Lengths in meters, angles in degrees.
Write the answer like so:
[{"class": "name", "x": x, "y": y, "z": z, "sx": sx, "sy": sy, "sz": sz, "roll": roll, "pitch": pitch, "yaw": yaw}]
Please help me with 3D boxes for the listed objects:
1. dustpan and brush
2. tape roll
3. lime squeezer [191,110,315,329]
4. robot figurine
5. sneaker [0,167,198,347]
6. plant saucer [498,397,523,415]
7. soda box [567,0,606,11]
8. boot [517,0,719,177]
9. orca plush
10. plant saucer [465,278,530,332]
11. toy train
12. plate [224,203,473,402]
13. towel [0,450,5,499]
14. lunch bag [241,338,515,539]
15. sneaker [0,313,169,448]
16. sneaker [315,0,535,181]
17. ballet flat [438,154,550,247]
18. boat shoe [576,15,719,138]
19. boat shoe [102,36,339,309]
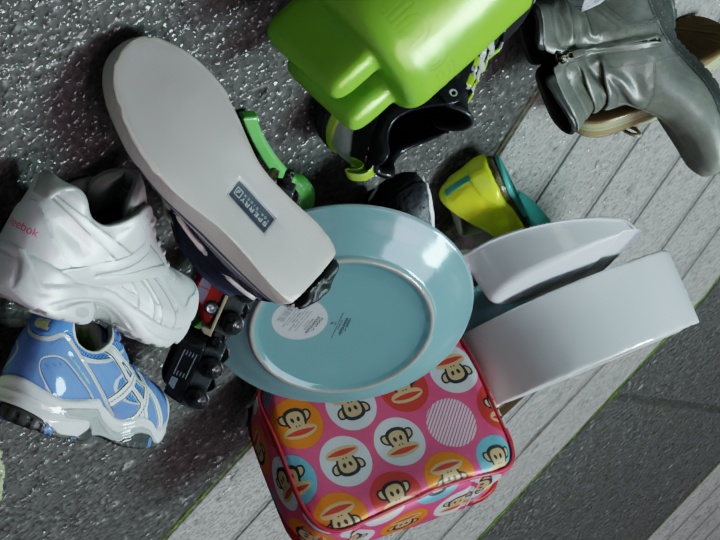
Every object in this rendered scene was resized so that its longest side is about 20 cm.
[{"class": "dustpan and brush", "x": 0.114, "y": -0.007, "z": 1.217, "sx": 0.200, "sy": 0.057, "sz": 0.140, "roll": -18, "pitch": 166, "yaw": -15}, {"class": "tape roll", "x": 0.191, "y": 0.052, "z": 1.300, "sx": 0.202, "sy": 0.071, "sz": 0.202, "roll": -22, "pitch": 172, "yaw": -3}, {"class": "lime squeezer", "x": -0.069, "y": -0.030, "z": 1.047, "sx": 0.071, "sy": 0.038, "sz": 0.200, "roll": -21, "pitch": 144, "yaw": -38}, {"class": "robot figurine", "x": 0.040, "y": -0.181, "z": 0.908, "sx": 0.200, "sy": 0.116, "sz": 0.175, "roll": -43, "pitch": 153, "yaw": -4}, {"class": "sneaker", "x": -0.149, "y": -0.012, "z": 0.928, "sx": 0.099, "sy": 0.078, "sz": 0.200, "roll": -64, "pitch": 158, "yaw": 2}, {"class": "plant saucer", "x": 0.120, "y": 0.142, "z": 1.478, "sx": 0.200, "sy": 0.029, "sz": 0.200, "roll": -41, "pitch": 170, "yaw": -9}, {"class": "soda box", "x": 0.176, "y": -0.281, "z": 1.013, "sx": 0.068, "sy": 0.064, "sz": 0.200, "roll": -27, "pitch": 146, "yaw": -30}, {"class": "boot", "x": 0.201, "y": -0.138, "z": 1.151, "sx": 0.131, "sy": 0.200, "sz": 0.068, "roll": -34, "pitch": -166, "yaw": -21}, {"class": "orca plush", "x": 0.000, "y": 0.000, "z": 1.134, "sx": 0.071, "sy": 0.105, "sz": 0.200, "roll": -19, "pitch": 166, "yaw": -23}, {"class": "plant saucer", "x": 0.086, "y": 0.067, "z": 1.384, "sx": 0.200, "sy": 0.036, "sz": 0.200, "roll": -33, "pitch": 150, "yaw": -23}, {"class": "toy train", "x": -0.093, "y": 0.012, "z": 1.025, "sx": 0.034, "sy": 0.046, "sz": 0.200, "roll": -76, "pitch": -169, "yaw": -63}, {"class": "plate", "x": -0.014, "y": 0.035, "z": 1.081, "sx": 0.200, "sy": 0.026, "sz": 0.200, "roll": -4, "pitch": 133, "yaw": -4}, {"class": "towel", "x": -0.296, "y": 0.124, "z": 0.950, "sx": 0.148, "sy": 0.036, "sz": 0.200, "roll": -29, "pitch": 148, "yaw": -30}, {"class": "lunch bag", "x": 0.010, "y": 0.125, "z": 1.221, "sx": 0.200, "sy": 0.176, "sz": 0.082, "roll": -15, "pitch": 156, "yaw": -21}, {"class": "sneaker", "x": -0.176, "y": 0.074, "z": 1.002, "sx": 0.200, "sy": 0.076, "sz": 0.077, "roll": 29, "pitch": 77, "yaw": -74}, {"class": "sneaker", "x": 0.061, "y": -0.130, "z": 1.038, "sx": 0.200, "sy": 0.083, "sz": 0.072, "roll": -40, "pitch": 152, "yaw": -10}, {"class": "ballet flat", "x": 0.120, "y": -0.041, "z": 1.272, "sx": 0.067, "sy": 0.067, "sz": 0.200, "roll": -28, "pitch": 152, "yaw": 13}, {"class": "boat shoe", "x": 0.246, "y": -0.153, "z": 1.266, "sx": 0.200, "sy": 0.073, "sz": 0.063, "roll": -28, "pitch": 145, "yaw": -31}, {"class": "boat shoe", "x": -0.104, "y": -0.054, "z": 0.914, "sx": 0.075, "sy": 0.093, "sz": 0.200, "roll": -48, "pitch": 117, "yaw": -27}]
